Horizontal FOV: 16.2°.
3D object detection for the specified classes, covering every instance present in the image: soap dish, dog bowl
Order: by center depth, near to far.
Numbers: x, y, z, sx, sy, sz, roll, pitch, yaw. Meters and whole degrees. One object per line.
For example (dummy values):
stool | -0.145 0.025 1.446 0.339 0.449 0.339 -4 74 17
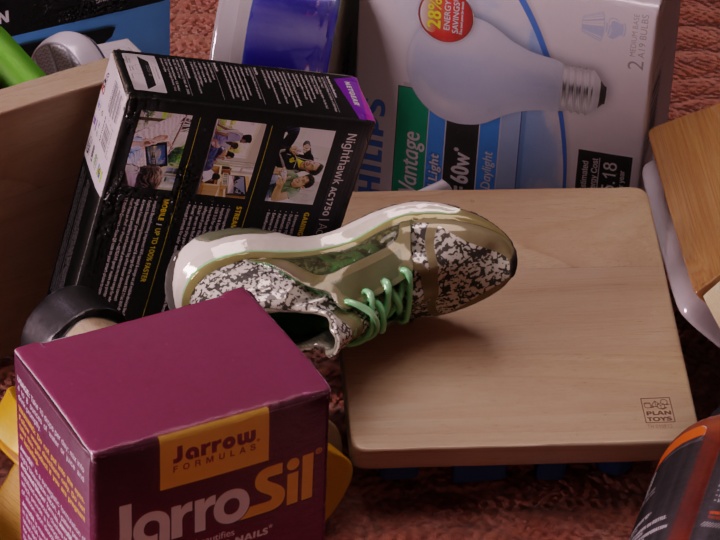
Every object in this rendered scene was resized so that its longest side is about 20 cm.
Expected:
soap dish | 0.258 -0.008 1.555 0.157 0.081 0.200 36 23 -21
dog bowl | -0.045 -0.147 1.701 0.078 0.201 0.200 10 33 7

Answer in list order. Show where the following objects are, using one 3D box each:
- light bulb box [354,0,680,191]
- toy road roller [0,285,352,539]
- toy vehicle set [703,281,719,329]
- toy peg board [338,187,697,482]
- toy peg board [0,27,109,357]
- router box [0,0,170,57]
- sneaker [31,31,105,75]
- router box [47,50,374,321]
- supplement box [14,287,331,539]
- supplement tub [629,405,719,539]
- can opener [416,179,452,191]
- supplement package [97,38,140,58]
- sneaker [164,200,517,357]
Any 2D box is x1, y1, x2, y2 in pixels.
light bulb box | 0.103 -0.129 1.686 0.199 0.199 0.125 10 31 12
toy road roller | -0.118 0.111 1.390 0.123 0.146 0.200 35 7 41
toy vehicle set | 0.277 0.091 1.391 0.200 0.027 0.124 38 18 -28
toy peg board | 0.083 0.056 1.513 0.199 0.098 0.200 -1 48 -6
toy peg board | -0.254 -0.039 1.484 0.199 0.200 0.098 -20 51 -33
router box | -0.222 -0.134 1.713 0.199 0.150 0.051 -21 39 -32
sneaker | -0.145 -0.062 1.567 0.073 0.201 0.071 2 31 37
router box | -0.092 -0.023 1.462 0.148 0.201 0.051 5 34 -22
supplement box | -0.093 0.129 1.258 0.130 0.201 0.103 -14 36 -24
supplement tub | 0.197 0.146 1.338 0.106 0.107 0.200 12 34 14
can opener | 0.000 0.000 1.609 0.200 0.054 0.067 -27 42 -37
supplement package | -0.217 -0.062 1.635 0.199 0.110 0.114 -14 36 -26
sneaker | -0.006 0.021 1.413 0.199 0.077 0.089 -9 38 -7
